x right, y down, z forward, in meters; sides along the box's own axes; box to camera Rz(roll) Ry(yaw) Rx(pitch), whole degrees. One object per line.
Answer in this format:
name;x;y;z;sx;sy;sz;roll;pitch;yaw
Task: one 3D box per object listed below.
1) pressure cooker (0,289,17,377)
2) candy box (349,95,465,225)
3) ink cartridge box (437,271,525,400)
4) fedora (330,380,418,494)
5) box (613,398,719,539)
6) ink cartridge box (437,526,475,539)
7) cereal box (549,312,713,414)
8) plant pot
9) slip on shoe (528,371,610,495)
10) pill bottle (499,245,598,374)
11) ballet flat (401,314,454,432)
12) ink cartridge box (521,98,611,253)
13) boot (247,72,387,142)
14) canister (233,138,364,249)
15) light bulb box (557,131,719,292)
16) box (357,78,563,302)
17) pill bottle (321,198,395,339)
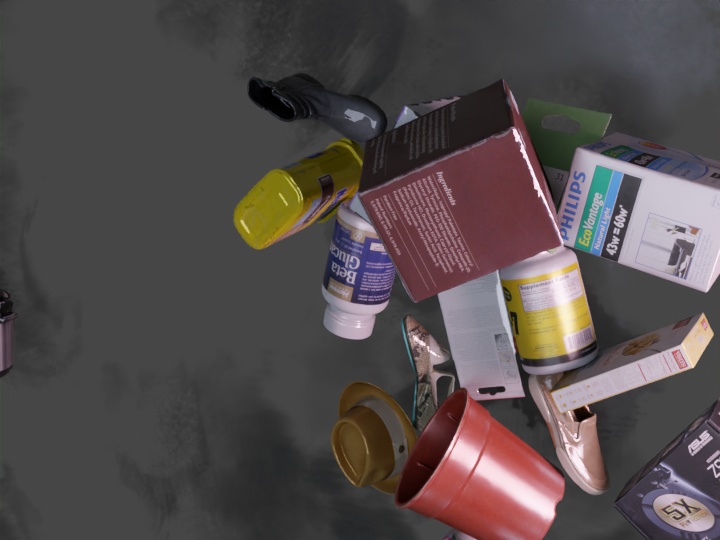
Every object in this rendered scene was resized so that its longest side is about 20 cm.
pressure cooker;-0.792;0.112;1.975;0.178;0.174;0.203;30;120;58
candy box;0.092;-0.152;1.367;0.071;0.199;0.169;39;118;15
ink cartridge box;0.189;0.092;1.469;0.108;0.050;0.203;-9;100;32
fedora;0.009;0.285;1.586;0.199;0.081;0.203;23;123;39
box;0.480;0.308;1.335;0.164;0.086;0.201;45;121;13
ink cartridge box;0.154;0.497;1.514;0.145;0.199;0.084;45;118;12
cereal box;0.368;0.125;1.316;0.199;0.144;0.040;-28;89;32
plant pot;0.183;0.312;1.441;0.194;0.201;0.202;32;120;-4
slip on shoe;0.318;0.230;1.419;0.060;0.076;0.202;-31;80;39
pill bottle;0.261;0.035;1.371;0.113;0.114;0.203;-11;97;32
ballet flat;0.111;0.162;1.534;0.074;0.068;0.203;-4;108;9
ink cartridge box;0.233;-0.138;1.308;0.145;0.048;0.202;22;89;42
boot;-0.068;-0.241;1.478;0.198;0.131;0.071;24;114;23
canister;-0.087;-0.116;1.478;0.148;0.200;0.087;-40;85;35
light bulb box;0.373;-0.081;1.223;0.198;0.198;0.126;21;112;23
box;0.120;-0.097;1.181;0.198;0.167;0.165;-21;115;16
pill bottle;0.000;0.000;1.517;0.110;0.111;0.202;23;114;23
